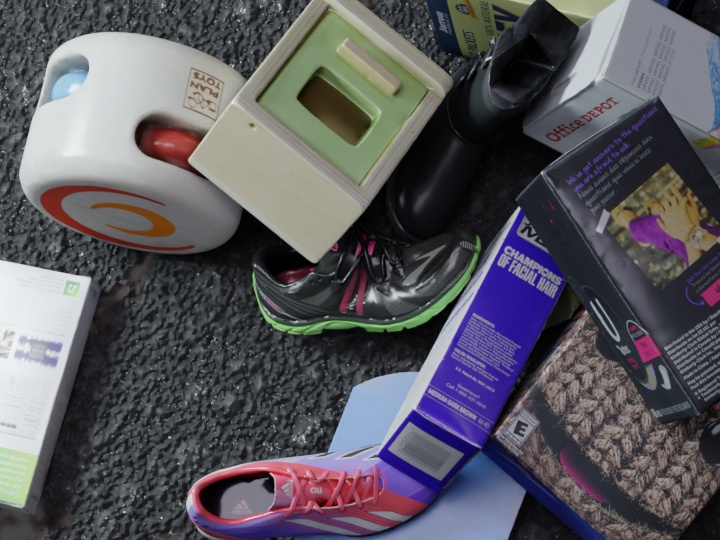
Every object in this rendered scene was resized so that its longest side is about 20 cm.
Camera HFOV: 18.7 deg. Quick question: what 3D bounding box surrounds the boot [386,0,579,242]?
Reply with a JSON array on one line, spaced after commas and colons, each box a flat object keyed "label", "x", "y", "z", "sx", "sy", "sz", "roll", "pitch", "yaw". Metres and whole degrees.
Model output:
[{"label": "boot", "x": 0.092, "y": -0.112, "z": 1.709, "sx": 0.065, "sy": 0.200, "sz": 0.166, "roll": 25, "pitch": 76, "yaw": -12}]

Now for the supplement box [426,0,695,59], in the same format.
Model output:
[{"label": "supplement box", "x": 0.178, "y": -0.272, "z": 1.784, "sx": 0.198, "sy": 0.134, "sz": 0.202, "roll": 15, "pitch": 74, "yaw": 15}]

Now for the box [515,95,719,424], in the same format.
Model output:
[{"label": "box", "x": 0.212, "y": -0.004, "z": 1.549, "sx": 0.106, "sy": 0.122, "sz": 0.201, "roll": -32, "pitch": 86, "yaw": -8}]

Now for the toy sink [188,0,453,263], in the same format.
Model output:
[{"label": "toy sink", "x": -0.017, "y": -0.132, "z": 1.694, "sx": 0.130, "sy": 0.112, "sz": 0.200, "roll": 39, "pitch": 55, "yaw": -4}]

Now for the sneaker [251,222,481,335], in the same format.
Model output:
[{"label": "sneaker", "x": 0.000, "y": 0.000, "z": 1.728, "sx": 0.198, "sy": 0.084, "sz": 0.077, "roll": -11, "pitch": 40, "yaw": 22}]

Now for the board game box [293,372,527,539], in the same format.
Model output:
[{"label": "board game box", "x": 0.045, "y": 0.183, "z": 1.709, "sx": 0.157, "sy": 0.039, "sz": 0.202, "roll": 20, "pitch": 82, "yaw": 12}]

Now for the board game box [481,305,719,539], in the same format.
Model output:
[{"label": "board game box", "x": 0.211, "y": 0.103, "z": 1.646, "sx": 0.159, "sy": 0.097, "sz": 0.200, "roll": 40, "pitch": 81, "yaw": 1}]

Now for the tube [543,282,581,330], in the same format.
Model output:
[{"label": "tube", "x": 0.188, "y": -0.045, "z": 1.744, "sx": 0.052, "sy": 0.058, "sz": 0.201, "roll": 14, "pitch": 72, "yaw": 29}]

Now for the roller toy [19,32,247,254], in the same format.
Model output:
[{"label": "roller toy", "x": -0.173, "y": -0.107, "z": 1.770, "sx": 0.198, "sy": 0.183, "sz": 0.141, "roll": 8, "pitch": 72, "yaw": 13}]

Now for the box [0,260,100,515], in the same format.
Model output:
[{"label": "box", "x": -0.310, "y": 0.090, "z": 1.810, "sx": 0.143, "sy": 0.036, "sz": 0.202, "roll": 11, "pitch": 73, "yaw": 14}]

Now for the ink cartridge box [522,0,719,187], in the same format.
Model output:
[{"label": "ink cartridge box", "x": 0.246, "y": -0.116, "z": 1.668, "sx": 0.199, "sy": 0.146, "sz": 0.083, "roll": 27, "pitch": 70, "yaw": -13}]

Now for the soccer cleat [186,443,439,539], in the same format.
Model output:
[{"label": "soccer cleat", "x": -0.034, "y": 0.169, "z": 1.662, "sx": 0.198, "sy": 0.073, "sz": 0.069, "roll": -8, "pitch": 76, "yaw": 3}]

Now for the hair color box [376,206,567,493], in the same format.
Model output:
[{"label": "hair color box", "x": 0.092, "y": 0.058, "z": 1.651, "sx": 0.064, "sy": 0.109, "sz": 0.201, "roll": 29, "pitch": 63, "yaw": -2}]
